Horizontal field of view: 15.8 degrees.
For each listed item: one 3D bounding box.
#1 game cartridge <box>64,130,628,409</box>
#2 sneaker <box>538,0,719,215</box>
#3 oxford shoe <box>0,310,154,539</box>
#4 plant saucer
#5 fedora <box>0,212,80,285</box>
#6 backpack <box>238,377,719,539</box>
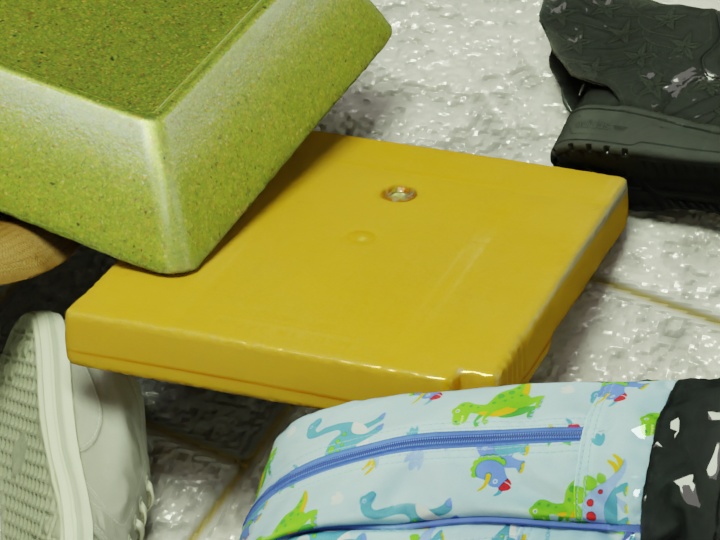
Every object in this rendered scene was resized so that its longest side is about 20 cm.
[{"bbox_3d":[0.000,0.000,1.055,0.176,0.033,0.200,10,29,18],"label":"game cartridge"},{"bbox_3d":[0.160,-0.072,1.123,0.199,0.060,0.104,13,56,24],"label":"sneaker"},{"bbox_3d":[-0.108,0.101,1.014,0.058,0.075,0.201,16,44,-25],"label":"oxford shoe"},{"bbox_3d":[-0.113,-0.101,1.096,0.199,0.048,0.200,20,43,17],"label":"plant saucer"},{"bbox_3d":[-0.211,0.002,1.082,0.200,0.082,0.201,6,16,-2],"label":"fedora"},{"bbox_3d":[0.049,0.110,0.918,0.199,0.163,0.154,11,59,29],"label":"backpack"}]
